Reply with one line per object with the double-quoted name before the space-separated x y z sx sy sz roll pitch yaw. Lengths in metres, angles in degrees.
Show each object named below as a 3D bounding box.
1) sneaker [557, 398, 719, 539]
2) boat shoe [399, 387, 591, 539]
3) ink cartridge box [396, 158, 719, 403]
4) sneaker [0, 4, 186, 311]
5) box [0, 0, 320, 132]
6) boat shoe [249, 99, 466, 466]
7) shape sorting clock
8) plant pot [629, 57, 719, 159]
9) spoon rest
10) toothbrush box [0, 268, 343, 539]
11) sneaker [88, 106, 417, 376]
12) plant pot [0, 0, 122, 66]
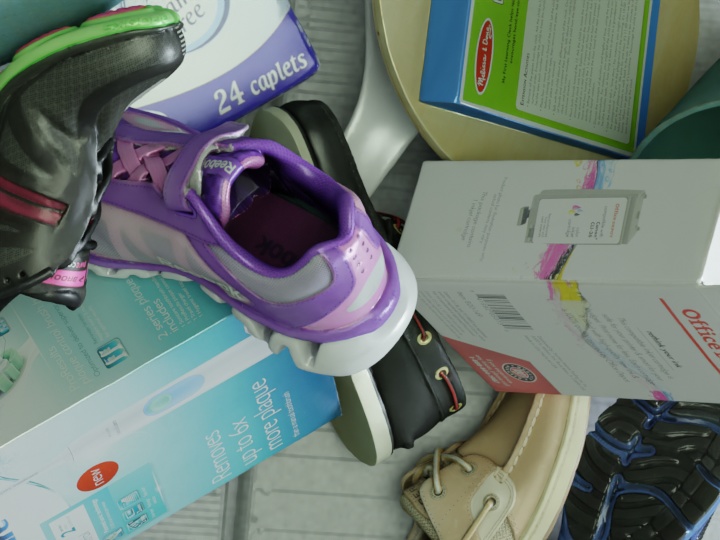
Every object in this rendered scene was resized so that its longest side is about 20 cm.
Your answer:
"sneaker" 0.128 0.136 1.418 0.075 0.078 0.200 30 87 17
"boat shoe" 0.053 0.117 1.400 0.064 0.071 0.200 23 89 -13
"ink cartridge box" 0.130 0.005 1.304 0.116 0.200 0.068 46 54 -48
"sneaker" -0.128 -0.030 1.179 0.084 0.077 0.200 48 116 13
"box" -0.150 -0.131 1.326 0.184 0.105 0.200 -31 98 -10
"boat shoe" -0.001 -0.001 1.357 0.063 0.074 0.201 -30 126 -16
"shape sorting clock" 0.084 -0.130 1.370 0.200 0.039 0.200 1 88 -41
"plant pot" 0.246 -0.047 1.376 0.201 0.201 0.161 46 51 -11
"spoon rest" 0.027 -0.106 1.389 0.099 0.061 0.200 30 87 -13
"toothbrush box" -0.119 0.053 1.312 0.200 0.146 0.085 -29 62 -10
"sneaker" -0.070 -0.032 1.219 0.200 0.088 0.081 23 70 16
"plant pot" -0.176 -0.166 1.177 0.188 0.200 0.200 -39 100 8
